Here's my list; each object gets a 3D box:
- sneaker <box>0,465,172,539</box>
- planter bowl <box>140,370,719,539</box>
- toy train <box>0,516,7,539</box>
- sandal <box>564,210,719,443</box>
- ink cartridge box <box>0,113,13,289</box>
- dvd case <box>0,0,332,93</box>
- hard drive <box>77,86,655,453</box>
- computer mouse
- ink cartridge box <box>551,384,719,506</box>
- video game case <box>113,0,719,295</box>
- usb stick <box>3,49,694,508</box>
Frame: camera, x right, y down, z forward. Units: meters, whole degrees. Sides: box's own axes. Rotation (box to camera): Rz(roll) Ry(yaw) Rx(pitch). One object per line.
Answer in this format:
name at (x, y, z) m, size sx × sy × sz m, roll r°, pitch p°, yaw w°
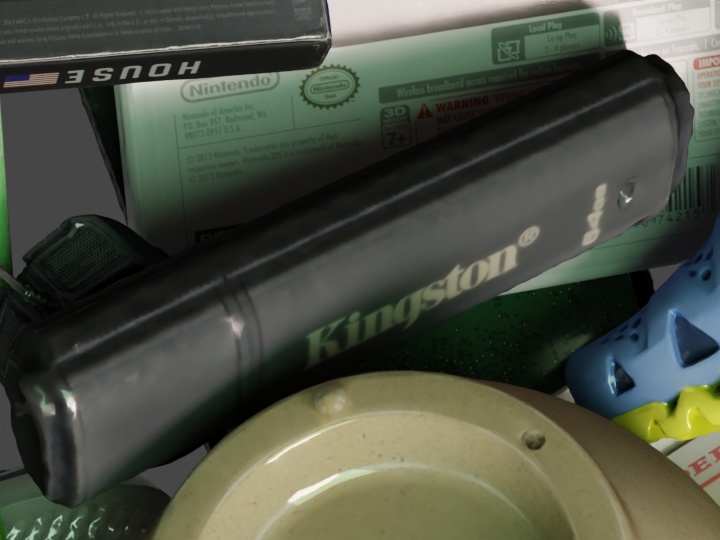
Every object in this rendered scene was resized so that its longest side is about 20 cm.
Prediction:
sneaker at (-0.146, 0.095, 0.811) m, size 0.199 × 0.079 × 0.079 m, roll -20°, pitch 123°, yaw -35°
planter bowl at (0.017, 0.107, 0.720) m, size 0.199 × 0.201 × 0.135 m, roll -25°, pitch 148°, yaw -5°
toy train at (-0.097, 0.126, 0.744) m, size 0.042 × 0.056 × 0.201 m, roll -16°, pitch 86°, yaw 11°
sandal at (0.136, -0.024, 0.778) m, size 0.200 × 0.079 × 0.087 m, roll -35°, pitch 83°, yaw 13°
ink cartridge box at (-0.194, -0.042, 0.728) m, size 0.199 × 0.084 × 0.147 m, roll -8°, pitch 114°, yaw -13°
dvd case at (-0.094, -0.139, 0.685) m, size 0.150 × 0.025 × 0.201 m, roll -5°, pitch 74°, yaw -14°
hard drive at (-0.001, -0.033, 0.814) m, size 0.139 × 0.038 × 0.201 m, roll -22°, pitch 116°, yaw -6°
computer mouse at (-0.090, -0.002, 0.704) m, size 0.059 × 0.034 × 0.200 m, roll -47°, pitch 142°, yaw 3°
ink cartridge box at (0.117, 0.111, 0.871) m, size 0.115 × 0.068 × 0.200 m, roll -33°, pitch 129°, yaw 0°
video game case at (0.030, -0.079, 0.772) m, size 0.199 × 0.023 × 0.183 m, roll -10°, pitch 115°, yaw -12°
usb stick at (0.000, 0.000, 0.734) m, size 0.199 × 0.033 × 0.056 m, roll -26°, pitch 137°, yaw -24°
